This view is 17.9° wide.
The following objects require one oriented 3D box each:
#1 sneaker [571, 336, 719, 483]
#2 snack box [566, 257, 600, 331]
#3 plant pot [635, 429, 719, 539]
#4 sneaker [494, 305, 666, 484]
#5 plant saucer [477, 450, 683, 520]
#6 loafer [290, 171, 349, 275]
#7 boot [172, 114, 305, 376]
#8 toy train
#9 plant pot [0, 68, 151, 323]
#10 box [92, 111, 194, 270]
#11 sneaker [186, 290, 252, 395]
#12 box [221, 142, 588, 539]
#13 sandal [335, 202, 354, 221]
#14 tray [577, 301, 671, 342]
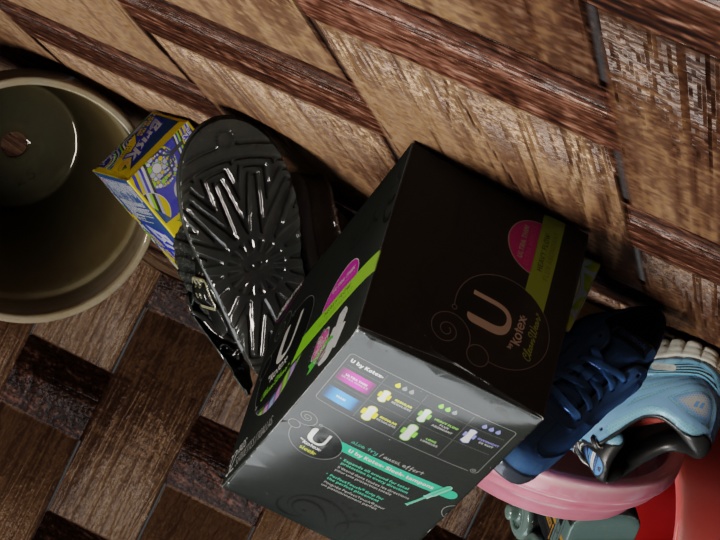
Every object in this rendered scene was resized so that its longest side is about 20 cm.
[{"bbox_3d":[0.154,0.101,1.577,0.200,0.090,0.078,-7,144,22],"label":"sneaker"},{"bbox_3d":[0.068,-0.007,1.504,0.142,0.053,0.200,27,175,-3],"label":"snack box"},{"bbox_3d":[0.283,0.208,1.877,0.177,0.201,0.200,8,-178,-23],"label":"plant pot"},{"bbox_3d":[0.135,0.068,1.443,0.066,0.078,0.200,53,-146,3],"label":"sneaker"},{"bbox_3d":[0.141,0.126,1.712,0.200,0.051,0.201,13,-155,-6],"label":"plant saucer"},{"bbox_3d":[-0.004,0.006,1.677,0.073,0.071,0.200,-123,10,-57],"label":"loafer"},{"bbox_3d":[-0.092,-0.026,1.630,0.158,0.079,0.212,-129,24,-65],"label":"boot"},{"bbox_3d":[0.163,0.170,1.822,0.085,0.114,0.200,3,-138,-16],"label":"toy train"},{"bbox_3d":[-0.273,-0.080,1.836,0.200,0.200,0.174,28,-169,-22],"label":"plant pot"},{"bbox_3d":[-0.112,-0.026,1.763,0.200,0.070,0.064,52,163,-29],"label":"box"},{"bbox_3d":[-0.119,0.007,1.963,0.200,0.060,0.104,64,-166,1],"label":"sneaker"},{"bbox_3d":[0.025,0.054,1.355,0.124,0.149,0.200,26,139,-11],"label":"box"},{"bbox_3d":[0.000,0.000,1.754,0.200,0.055,0.082,28,-160,-21],"label":"sandal"},{"bbox_3d":[0.169,0.049,1.680,0.200,0.037,0.099,24,175,10],"label":"tray"}]
